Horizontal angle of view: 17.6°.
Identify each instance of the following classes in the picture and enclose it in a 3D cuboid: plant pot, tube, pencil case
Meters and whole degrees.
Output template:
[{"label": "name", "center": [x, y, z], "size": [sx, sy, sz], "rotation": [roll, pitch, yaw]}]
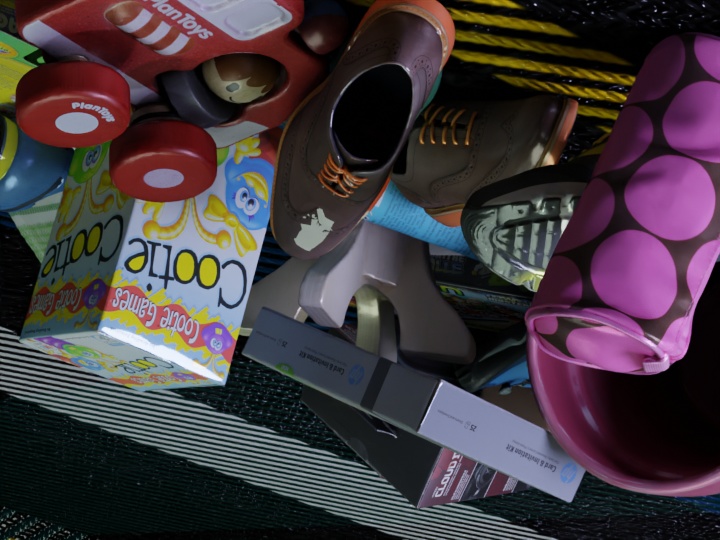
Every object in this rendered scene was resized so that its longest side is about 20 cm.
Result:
[{"label": "plant pot", "center": [0.237, 0.051, 1.549], "size": [0.200, 0.201, 0.179], "rotation": [4, 177, 32]}, {"label": "tube", "center": [0.056, -0.045, 1.587], "size": [0.200, 0.050, 0.078], "rotation": [18, 129, -12]}, {"label": "pencil case", "center": [0.168, -0.034, 1.270], "size": [0.094, 0.200, 0.091], "rotation": [25, 160, 7]}]

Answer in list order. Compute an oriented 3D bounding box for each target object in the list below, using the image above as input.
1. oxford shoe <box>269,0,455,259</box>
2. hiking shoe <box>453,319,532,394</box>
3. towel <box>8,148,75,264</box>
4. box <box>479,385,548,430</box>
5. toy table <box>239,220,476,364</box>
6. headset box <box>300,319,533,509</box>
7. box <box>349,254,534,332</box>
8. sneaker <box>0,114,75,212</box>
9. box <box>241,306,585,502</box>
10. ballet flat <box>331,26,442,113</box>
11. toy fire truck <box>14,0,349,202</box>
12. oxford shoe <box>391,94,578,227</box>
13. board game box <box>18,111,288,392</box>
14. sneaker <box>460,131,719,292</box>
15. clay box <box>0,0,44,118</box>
[{"label": "oxford shoe", "center": [-0.011, -0.072, 1.359], "size": [0.071, 0.073, 0.200], "rotation": [24, 129, -3]}, {"label": "hiking shoe", "center": [0.165, 0.070, 1.693], "size": [0.200, 0.087, 0.074], "rotation": [-12, 171, -22]}, {"label": "towel", "center": [-0.209, -0.049, 1.678], "size": [0.149, 0.031, 0.200], "rotation": [-3, 123, 52]}, {"label": "box", "center": [0.178, 0.092, 1.777], "size": [0.163, 0.021, 0.200], "rotation": [12, -155, 9]}, {"label": "toy table", "center": [0.000, 0.000, 1.677], "size": [0.200, 0.117, 0.184], "rotation": [3, 161, 30]}, {"label": "headset box", "center": [0.064, 0.106, 1.815], "size": [0.200, 0.077, 0.149], "rotation": [-2, -147, -46]}, {"label": "box", "center": [0.061, 0.009, 1.798], "size": [0.199, 0.035, 0.110], "rotation": [10, 163, 15]}, {"label": "sneaker", "center": [-0.261, -0.064, 1.621], "size": [0.078, 0.066, 0.200], "rotation": [18, 165, -34]}, {"label": "box", "center": [0.036, 0.089, 1.572], "size": [0.156, 0.041, 0.200], "rotation": [27, 176, -40]}, {"label": "ballet flat", "center": [0.003, -0.094, 1.441], "size": [0.067, 0.071, 0.200], "rotation": [17, 163, -9]}, {"label": "toy fire truck", "center": [-0.101, -0.133, 1.362], "size": [0.168, 0.112, 0.200], "rotation": [-19, 149, 30]}, {"label": "oxford shoe", "center": [0.068, -0.075, 1.455], "size": [0.073, 0.071, 0.200], "rotation": [28, 158, -17]}, {"label": "board game box", "center": [-0.131, -0.033, 1.524], "size": [0.103, 0.200, 0.105], "rotation": [25, 160, -34]}, {"label": "sneaker", "center": [0.145, -0.041, 1.374], "size": [0.199, 0.085, 0.075], "rotation": [-4, 130, -23]}, {"label": "clay box", "center": [-0.250, -0.143, 1.528], "size": [0.115, 0.048, 0.200], "rotation": [24, 161, -35]}]
